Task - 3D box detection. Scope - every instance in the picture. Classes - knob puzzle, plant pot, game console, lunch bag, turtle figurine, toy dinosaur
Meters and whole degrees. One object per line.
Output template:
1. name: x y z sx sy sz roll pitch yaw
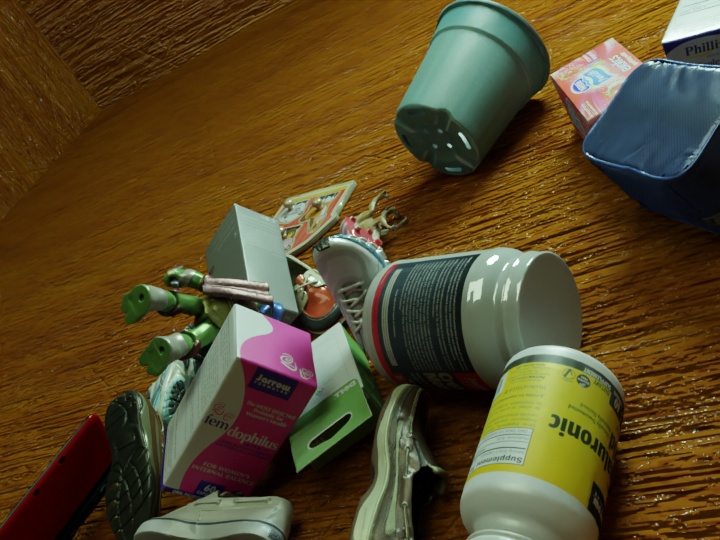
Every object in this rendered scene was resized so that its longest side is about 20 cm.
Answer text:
1. knob puzzle: -0.116 -0.082 1.427 0.217 0.031 0.221 -27 30 17
2. plant pot: 0.158 -0.268 1.246 0.198 0.201 0.198 5 55 51
3. game console: -0.423 0.299 1.094 0.170 0.119 0.201 -6 39 43
4. lunch bag: 0.346 -0.127 0.869 0.137 0.131 0.200 -54 26 5
5. turtle figurine: -0.212 0.074 1.002 0.197 0.147 0.193 6 4 30
6. toy dinosaur: 0.010 -0.072 1.238 0.101 0.059 0.200 -38 28 -1

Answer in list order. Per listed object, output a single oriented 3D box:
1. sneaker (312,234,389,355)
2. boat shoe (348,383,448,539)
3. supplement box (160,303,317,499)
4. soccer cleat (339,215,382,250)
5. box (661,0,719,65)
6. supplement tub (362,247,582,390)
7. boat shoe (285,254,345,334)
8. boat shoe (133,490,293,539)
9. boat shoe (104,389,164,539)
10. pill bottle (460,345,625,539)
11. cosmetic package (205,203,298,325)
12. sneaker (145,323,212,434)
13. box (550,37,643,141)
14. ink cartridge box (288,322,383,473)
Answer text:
1. sneaker: 0.011 0.044 0.920 0.074 0.201 0.088 -20 40 25
2. boat shoe: 0.050 0.198 0.780 0.073 0.075 0.204 -4 45 23
3. supplement box: -0.139 0.157 0.919 0.202 0.100 0.104 -59 23 22
4. soccer cleat: 0.000 0.000 1.109 0.077 0.066 0.201 -45 40 16
5. box: 0.496 -0.310 1.004 0.182 0.106 0.201 -5 39 43
6. supplement tub: 0.112 0.052 0.844 0.198 0.141 0.141 -6 39 44
7. boat shoe: -0.077 0.030 1.177 0.071 0.063 0.200 -37 29 -8
8. boat shoe: -0.157 0.276 0.886 0.197 0.072 0.070 -15 28 30
9. boat shoe: -0.274 0.250 1.038 0.075 0.074 0.203 -24 54 16
10. pill bottle: 0.144 0.170 0.661 0.110 0.112 0.201 -11 37 38
11. cosmetic package: -0.161 0.015 1.183 0.107 0.089 0.202 -52 34 29
12. sneaker: -0.271 0.158 1.186 0.085 0.078 0.202 -26 29 23
13. box: 0.324 -0.210 1.047 0.099 0.096 0.201 -28 26 14
14. ink cartridge box: -0.032 0.155 0.935 0.103 0.060 0.201 -35 27 5
